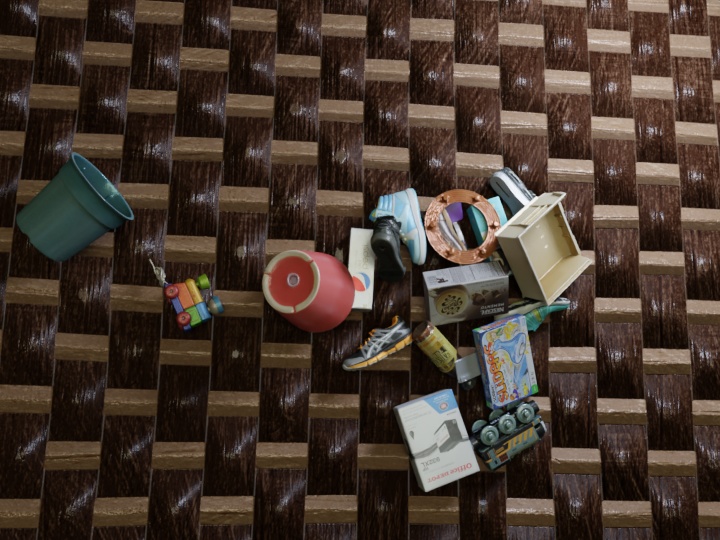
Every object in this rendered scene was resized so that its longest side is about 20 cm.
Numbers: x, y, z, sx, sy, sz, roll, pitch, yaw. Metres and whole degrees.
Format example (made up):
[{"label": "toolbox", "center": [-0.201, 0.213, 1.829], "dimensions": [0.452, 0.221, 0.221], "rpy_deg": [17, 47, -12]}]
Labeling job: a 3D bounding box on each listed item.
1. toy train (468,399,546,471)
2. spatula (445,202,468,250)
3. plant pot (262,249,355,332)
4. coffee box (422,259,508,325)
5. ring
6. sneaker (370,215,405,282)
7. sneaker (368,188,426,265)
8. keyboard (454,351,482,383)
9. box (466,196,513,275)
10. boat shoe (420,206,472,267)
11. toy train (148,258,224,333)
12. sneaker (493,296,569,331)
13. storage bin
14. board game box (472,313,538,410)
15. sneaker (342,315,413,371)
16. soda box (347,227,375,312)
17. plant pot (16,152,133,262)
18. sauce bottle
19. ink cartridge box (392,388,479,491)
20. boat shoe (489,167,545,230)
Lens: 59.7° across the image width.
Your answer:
[{"label": "toy train", "center": [0.359, 0.398, 1.530], "dimensions": [0.198, 0.085, 0.115], "rpy_deg": [-27, 96, -10]}, {"label": "spatula", "center": [0.256, -0.091, 1.625], "dimensions": [0.056, 0.021, 0.203], "rpy_deg": [-15, 83, -8]}, {"label": "plant pot", "center": [-0.130, 0.039, 1.466], "dimensions": [0.198, 0.177, 0.203], "rpy_deg": [-3, 78, 16]}, {"label": "coffee box", "center": [0.258, 0.055, 1.541], "dimensions": [0.197, 0.080, 0.114], "rpy_deg": [-9, 121, -1]}, {"label": "ring", "center": [0.258, -0.113, 1.567], "dimensions": [0.197, 0.019, 0.203], "rpy_deg": [2, 72, -6]}, {"label": "sneaker", "center": [0.073, -0.058, 1.535], "dimensions": [0.075, 0.200, 0.115], "rpy_deg": [1, 55, 17]}, {"label": "sneaker", "center": [0.091, -0.103, 1.587], "dimensions": [0.129, 0.080, 0.203], "rpy_deg": [-8, 72, -8]}, {"label": "keyboard", "center": [0.316, 0.218, 1.550], "dimensions": [0.198, 0.011, 0.057], "rpy_deg": [-18, 96, -26]}, {"label": "box", "center": [0.347, -0.081, 1.617], "dimensions": [0.081, 0.049, 0.202], "rpy_deg": [-18, 83, -7]}, {"label": "boat shoe", "center": [0.216, -0.067, 1.595], "dimensions": [0.070, 0.071, 0.202], "rpy_deg": [-24, 75, -15]}, {"label": "toy train", "center": [-0.420, 0.039, 1.523], "dimensions": [0.115, 0.085, 0.202], "rpy_deg": [-24, 83, -18]}, {"label": "sneaker", "center": [0.434, 0.112, 1.592], "dimensions": [0.197, 0.078, 0.081], "rpy_deg": [-17, 100, -1]}, {"label": "storage bin", "center": [0.457, -0.059, 1.548], "dimensions": [0.198, 0.093, 0.201], "rpy_deg": [-39, 113, -20]}, {"label": "board game box", "center": [0.355, 0.222, 1.533], "dimensions": [0.134, 0.034, 0.203], "rpy_deg": [-18, 102, -18]}, {"label": "sneaker", "center": [0.038, 0.183, 1.539], "dimensions": [0.198, 0.078, 0.078], "rpy_deg": [-27, 84, -19]}, {"label": "soda box", "center": [0.000, 0.000, 1.569], "dimensions": [0.067, 0.064, 0.203], "rpy_deg": [4, 81, -4]}, {"label": "plant pot", "center": [-0.680, -0.137, 1.481], "dimensions": [0.196, 0.200, 0.201], "rpy_deg": [-39, 86, -1]}, {"label": "sauce bottle", "center": [0.209, 0.211, 1.533], "dimensions": [0.200, 0.066, 0.066], "rpy_deg": [46, 80, -12]}, {"label": "ink cartridge box", "center": [0.180, 0.404, 1.507], "dimensions": [0.143, 0.084, 0.202], "rpy_deg": [-18, 83, -8]}, {"label": "boat shoe", "center": [0.422, -0.185, 1.628], "dimensions": [0.071, 0.072, 0.201], "rpy_deg": [-39, 94, -26]}]
